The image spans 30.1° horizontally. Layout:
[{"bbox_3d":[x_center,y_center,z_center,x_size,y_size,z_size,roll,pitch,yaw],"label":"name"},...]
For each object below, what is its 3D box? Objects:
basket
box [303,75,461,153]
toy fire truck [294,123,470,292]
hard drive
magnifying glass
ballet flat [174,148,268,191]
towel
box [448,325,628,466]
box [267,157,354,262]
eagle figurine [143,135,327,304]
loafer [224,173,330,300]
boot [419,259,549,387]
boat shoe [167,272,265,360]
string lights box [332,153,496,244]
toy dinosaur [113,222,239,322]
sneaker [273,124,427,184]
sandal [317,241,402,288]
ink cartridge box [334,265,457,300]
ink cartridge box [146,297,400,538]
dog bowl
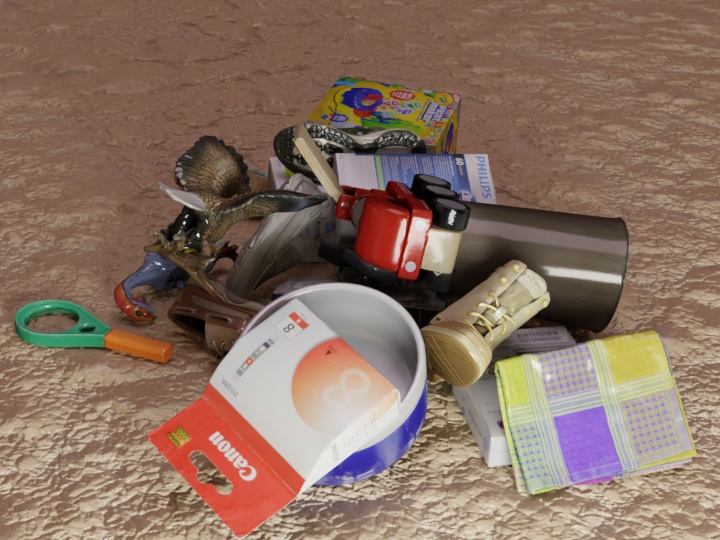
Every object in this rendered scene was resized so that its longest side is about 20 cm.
[{"bbox_3d":[0.197,-0.011,1.582,0.197,0.138,0.180,10,-8,-4],"label":"basket"},{"bbox_3d":[0.031,-0.177,1.927,0.190,0.124,0.201,10,29,10],"label":"box"},{"bbox_3d":[0.012,-0.075,1.508,0.197,0.131,0.176,11,16,-11],"label":"toy fire truck"},{"bbox_3d":[0.002,0.041,1.566,0.197,0.038,0.140,7,8,5],"label":"hard drive"},{"bbox_3d":[-0.307,0.072,1.538,0.197,0.023,0.080,15,30,17],"label":"magnifying glass"},{"bbox_3d":[-0.180,-0.111,1.860,0.198,0.071,0.066,21,59,33],"label":"ballet flat"},{"bbox_3d":[0.240,0.143,1.370,0.197,0.146,0.023,-8,-11,-15],"label":"towel"},{"bbox_3d":[0.184,0.132,1.465,0.153,0.042,0.201,-4,28,-12],"label":"box"},{"bbox_3d":[-0.020,-0.083,1.769,0.197,0.103,0.113,-2,29,-10],"label":"box"},{"bbox_3d":[-0.155,-0.074,1.542,0.200,0.152,0.150,-46,16,-28],"label":"eagle figurine"},{"bbox_3d":[-0.103,-0.025,1.632,0.069,0.070,0.201,35,70,-10],"label":"loafer"},{"bbox_3d":[0.135,0.052,1.402,0.155,0.073,0.200,-36,0,-12],"label":"boot"},{"bbox_3d":[-0.142,0.073,1.514,0.199,0.076,0.072,26,60,39],"label":"boat shoe"},{"bbox_3d":[0.067,-0.090,1.666,0.197,0.059,0.104,0,54,-10],"label":"string lights box"},{"bbox_3d":[-0.233,0.006,1.651,0.180,0.106,0.199,-30,3,-27],"label":"toy dinosaur"},{"bbox_3d":[-0.017,-0.156,1.738,0.197,0.078,0.089,4,16,-10],"label":"sneaker"},{"bbox_3d":[0.000,0.000,1.594,0.075,0.044,0.200,15,1,-16],"label":"sandal"},{"bbox_3d":[0.071,-0.011,1.692,0.197,0.060,0.104,-2,29,-10],"label":"ink cartridge box"},{"bbox_3d":[-0.086,0.133,1.269,0.199,0.051,0.162,-34,53,-24],"label":"ink cartridge box"},{"bbox_3d":[-0.030,0.114,1.362,0.197,0.079,0.202,-4,49,4],"label":"dog bowl"}]
